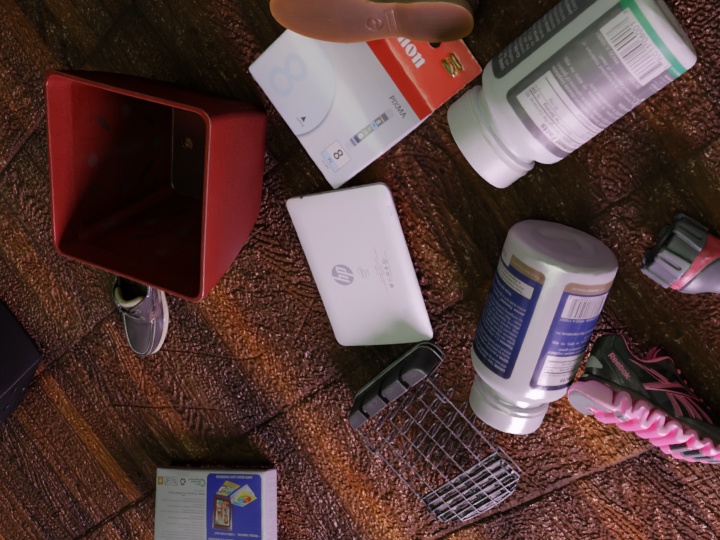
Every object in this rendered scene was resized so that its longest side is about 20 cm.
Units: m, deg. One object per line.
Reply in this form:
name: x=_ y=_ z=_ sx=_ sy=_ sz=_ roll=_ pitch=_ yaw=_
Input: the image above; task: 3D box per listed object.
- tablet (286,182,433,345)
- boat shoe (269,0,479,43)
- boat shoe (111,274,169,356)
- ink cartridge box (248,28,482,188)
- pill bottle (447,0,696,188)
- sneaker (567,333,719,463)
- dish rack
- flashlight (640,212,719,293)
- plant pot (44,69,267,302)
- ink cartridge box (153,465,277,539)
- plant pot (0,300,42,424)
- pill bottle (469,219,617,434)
tablet: x=0.000 y=0.000 z=0.859 sx=0.128 sy=0.014 sz=0.202 roll=-6 pitch=117 yaw=27
boat shoe: x=0.015 y=-0.262 z=0.720 sx=0.197 sy=0.071 sz=0.071 roll=6 pitch=156 yaw=6
boat shoe: x=-0.297 y=0.029 z=0.996 sx=0.071 sy=0.066 sz=0.204 roll=18 pitch=117 yaw=16
ink cartridge box: x=0.001 y=-0.205 z=0.777 sx=0.199 sy=0.047 sz=0.161 roll=-34 pitch=94 yaw=33
pill bottle: x=0.180 y=-0.169 z=0.670 sx=0.199 sy=0.113 sz=0.114 roll=-35 pitch=94 yaw=31
sneaker: x=0.308 y=0.127 z=0.755 sx=0.198 sy=0.096 sz=0.079 roll=27 pitch=159 yaw=-9
dish rack: x=0.090 y=0.201 z=0.895 sx=0.200 sy=0.055 sz=0.153 roll=47 pitch=125 yaw=-1
flashlight: x=0.360 y=0.029 z=0.693 sx=0.199 sy=0.068 sz=0.068 roll=37 pitch=120 yaw=8
plant pot: x=-0.206 y=-0.114 z=0.833 sx=0.197 sy=0.176 sz=0.203 roll=17 pitch=117 yaw=17
ink cartridge box: x=-0.206 y=0.381 z=1.060 sx=0.195 sy=0.047 sz=0.203 roll=-6 pitch=80 yaw=25
plant pot: x=-0.603 y=0.156 z=1.123 sx=0.176 sy=0.201 sz=0.200 roll=35 pitch=121 yaw=-5
pill bottle: x=0.176 y=0.061 z=0.765 sx=0.110 sy=0.111 sz=0.203 roll=21 pitch=117 yaw=15
